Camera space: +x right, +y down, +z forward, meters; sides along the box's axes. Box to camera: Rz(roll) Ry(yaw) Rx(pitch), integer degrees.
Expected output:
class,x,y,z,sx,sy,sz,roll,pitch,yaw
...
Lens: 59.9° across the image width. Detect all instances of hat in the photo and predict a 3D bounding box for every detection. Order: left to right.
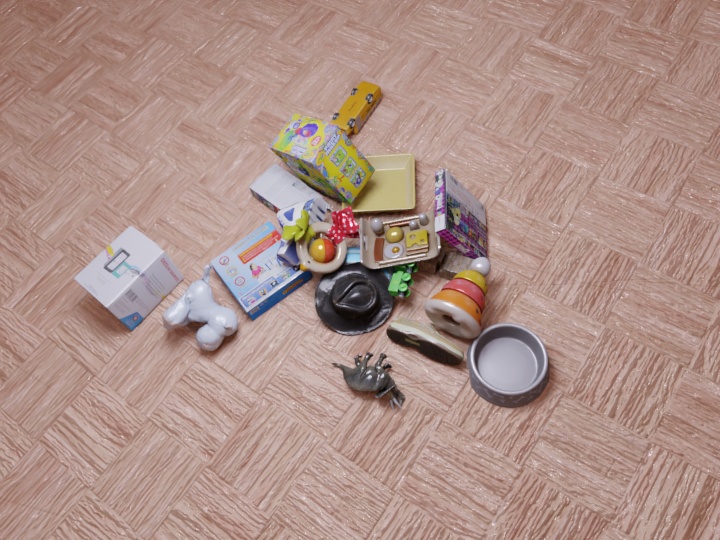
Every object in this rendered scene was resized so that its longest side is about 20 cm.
class,x,y,z,sx,sy,sz,roll,pitch,yaw
hat,-0.015,0.071,1.533,0.200,0.081,0.201,0,90,0

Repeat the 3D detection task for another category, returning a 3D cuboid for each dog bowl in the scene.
class,x,y,z,sx,sy,sz,roll,pitch,yaw
dog bowl,0.342,0.212,1.451,0.200,0.059,0.200,-4,61,7

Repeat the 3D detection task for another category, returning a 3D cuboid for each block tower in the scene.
class,x,y,z,sx,sy,sz,roll,pitch,yaw
block tower,0.210,-0.018,1.600,0.200,0.054,0.058,20,67,18

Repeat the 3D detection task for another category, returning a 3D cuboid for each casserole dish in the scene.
class,x,y,z,sx,sy,sz,roll,pitch,yaw
casserole dish,0.000,0.000,1.597,0.199,0.039,0.121,2,85,1

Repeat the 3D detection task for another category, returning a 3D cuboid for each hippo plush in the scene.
class,x,y,z,sx,sy,sz,roll,pitch,yaw
hippo plush,-0.386,0.109,1.591,0.161,0.159,0.200,42,88,-6

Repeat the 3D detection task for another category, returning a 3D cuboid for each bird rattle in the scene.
class,x,y,z,sx,sy,sz,roll,pitch,yaw
bird rattle,-0.093,-0.072,1.553,0.200,0.113,0.163,0,85,-30

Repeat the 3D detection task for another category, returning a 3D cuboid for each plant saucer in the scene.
class,x,y,z,sx,sy,sz,roll,pitch,yaw
plant saucer,0.053,-0.233,1.743,0.199,0.048,0.200,-2,57,7

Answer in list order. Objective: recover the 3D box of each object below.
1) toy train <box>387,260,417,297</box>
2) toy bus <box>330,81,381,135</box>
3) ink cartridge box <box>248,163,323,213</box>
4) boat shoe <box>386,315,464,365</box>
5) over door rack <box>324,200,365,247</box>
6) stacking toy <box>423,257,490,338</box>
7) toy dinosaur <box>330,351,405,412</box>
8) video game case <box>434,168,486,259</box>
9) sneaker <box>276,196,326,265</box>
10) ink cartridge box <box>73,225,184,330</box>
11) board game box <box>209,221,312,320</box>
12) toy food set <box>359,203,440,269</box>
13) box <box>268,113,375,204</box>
class,x,y,z,sx,sy,sz,roll,pitch,yaw
toy train,0.117,-0.022,1.565,0.056,0.042,0.200,7,62,24
toy bus,-0.013,-0.481,1.877,0.065,0.078,0.200,24,67,19
ink cartridge box,-0.208,-0.211,1.773,0.200,0.050,0.109,36,71,23
boat shoe,0.164,0.158,1.506,0.200,0.072,0.076,24,51,19
over door rack,-0.090,-0.095,1.681,0.148,0.067,0.200,-42,64,-16
stacking toy,0.254,0.047,1.486,0.146,0.146,0.200,24,69,20
toy dinosaur,0.015,0.247,1.469,0.200,0.077,0.102,15,57,13
video game case,0.256,-0.133,1.584,0.036,0.200,0.182,-19,54,35
sneaker,-0.175,-0.105,1.644,0.115,0.081,0.200,4,59,39
ink cartridge box,-0.603,0.019,1.647,0.146,0.147,0.200,33,70,24
board game box,-0.264,-0.002,1.660,0.200,0.056,0.196,-36,62,-12
toy food set,0.097,-0.090,1.550,0.200,0.060,0.144,-10,54,14
box,-0.104,-0.301,1.681,0.200,0.193,0.122,28,80,44
